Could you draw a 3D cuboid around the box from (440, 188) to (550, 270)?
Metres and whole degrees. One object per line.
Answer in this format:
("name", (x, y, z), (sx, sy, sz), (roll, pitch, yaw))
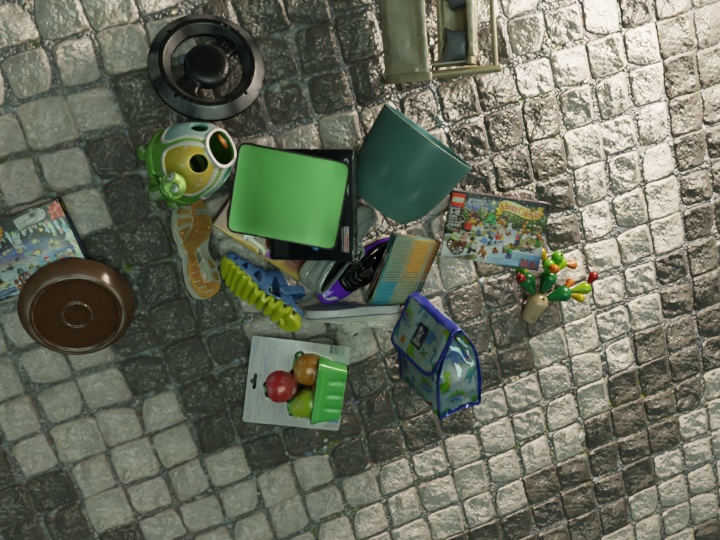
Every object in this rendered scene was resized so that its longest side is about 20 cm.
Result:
("box", (0.270, -0.083, 1.382), (0.199, 0.038, 0.137), (9, 103, 8))

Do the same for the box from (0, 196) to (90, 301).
("box", (-0.603, -0.033, 1.217), (0.200, 0.040, 0.137), (-22, 107, -8))

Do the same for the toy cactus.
("toy cactus", (0.401, 0.040, 1.463), (0.200, 0.102, 0.165), (14, 110, -25))

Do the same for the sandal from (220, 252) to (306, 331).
("sandal", (-0.183, 0.030, 1.327), (0.200, 0.079, 0.087), (41, 55, -12))

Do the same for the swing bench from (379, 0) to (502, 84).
("swing bench", (0.139, -0.453, 1.250), (0.199, 0.130, 0.199), (-10, 106, -11))

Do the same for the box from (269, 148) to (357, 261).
("box", (-0.086, -0.119, 1.236), (0.158, 0.046, 0.201), (2, 101, 8))

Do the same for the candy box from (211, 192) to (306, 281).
("candy box", (-0.168, -0.083, 1.304), (0.200, 0.056, 0.117), (33, 94, -18))

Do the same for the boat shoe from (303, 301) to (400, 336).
("boat shoe", (-0.016, 0.101, 1.382), (0.199, 0.071, 0.070), (-2, 101, -20))

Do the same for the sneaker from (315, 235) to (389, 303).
("sneaker", (0.000, -0.001, 1.340), (0.200, 0.100, 0.070), (-36, 107, -4))

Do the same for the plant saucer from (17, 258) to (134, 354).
("plant saucer", (-0.516, 0.076, 1.245), (0.200, 0.035, 0.201), (-9, 119, -16))

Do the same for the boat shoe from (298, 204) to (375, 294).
("boat shoe", (-0.029, -0.035, 1.309), (0.201, 0.071, 0.070), (-48, 152, -10))

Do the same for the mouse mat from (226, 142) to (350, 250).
("mouse mat", (-0.127, -0.128, 1.198), (0.199, 0.008, 0.161), (10, 103, -5))

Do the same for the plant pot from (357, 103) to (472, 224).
("plant pot", (0.079, -0.185, 1.271), (0.200, 0.201, 0.161), (32, 105, -19))

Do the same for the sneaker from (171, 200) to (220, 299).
("sneaker", (-0.318, -0.042, 1.269), (0.075, 0.088, 0.201), (-6, 82, -33))

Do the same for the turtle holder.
("turtle holder", (-0.298, -0.189, 1.172), (0.131, 0.185, 0.141), (-15, 91, 28))

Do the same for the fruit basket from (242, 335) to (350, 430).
("fruit basket", (-0.129, 0.228, 1.386), (0.199, 0.094, 0.186), (8, 101, 1))

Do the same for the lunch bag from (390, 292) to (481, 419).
("lunch bag", (0.150, 0.162, 1.356), (0.127, 0.170, 0.200), (-16, 120, -22))

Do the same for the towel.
("towel", (0.085, 0.000, 1.335), (0.200, 0.022, 0.147), (3, 113, -59))

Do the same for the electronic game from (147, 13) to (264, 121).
("electronic game", (-0.267, -0.354, 1.191), (0.199, 0.042, 0.201), (3, 77, -14))
